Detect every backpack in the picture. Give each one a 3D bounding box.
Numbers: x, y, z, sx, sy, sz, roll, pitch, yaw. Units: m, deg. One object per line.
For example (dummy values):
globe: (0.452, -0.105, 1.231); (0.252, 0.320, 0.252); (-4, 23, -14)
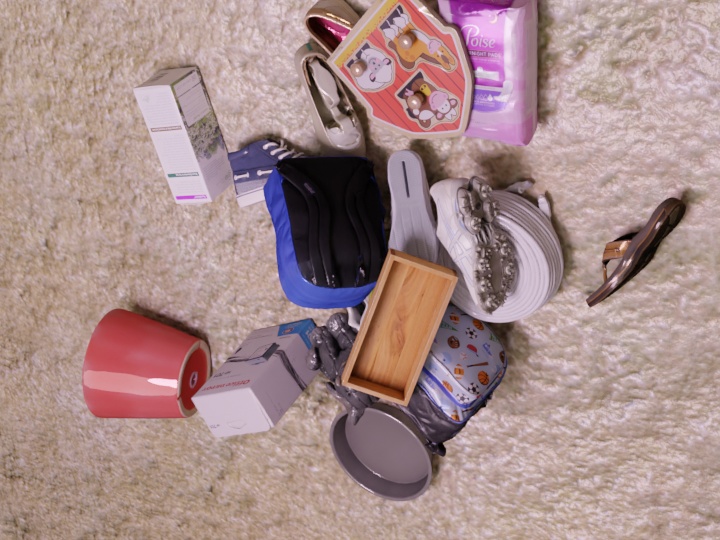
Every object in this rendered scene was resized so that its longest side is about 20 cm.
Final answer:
backpack: (0.125, 0.136, 1.703); (0.200, 0.190, 0.154); (50, 128, 2)
backpack: (-0.046, -0.043, 1.640); (0.168, 0.161, 0.201); (121, 139, -61)

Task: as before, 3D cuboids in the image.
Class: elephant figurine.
elephant figurine: (-0.005, 0.172, 1.801); (0.142, 0.154, 0.200); (-67, 33, 27)

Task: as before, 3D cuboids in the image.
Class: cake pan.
cake pan: (0.040, 0.309, 1.978); (0.199, 0.037, 0.202); (17, 127, 23)

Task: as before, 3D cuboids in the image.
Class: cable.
cable: (0.193, -0.018, 1.634); (0.199, 0.069, 0.201); (-9, 115, 37)

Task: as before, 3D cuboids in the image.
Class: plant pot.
plant pot: (-0.379, 0.182, 2.072); (0.176, 0.201, 0.202); (9, 125, 14)

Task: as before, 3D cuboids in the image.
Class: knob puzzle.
knob puzzle: (0.064, -0.249, 1.487); (0.218, 0.030, 0.221); (18, 129, 23)

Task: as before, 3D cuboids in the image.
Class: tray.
tray: (0.052, 0.079, 1.581); (0.098, 0.037, 0.201); (18, 107, -7)

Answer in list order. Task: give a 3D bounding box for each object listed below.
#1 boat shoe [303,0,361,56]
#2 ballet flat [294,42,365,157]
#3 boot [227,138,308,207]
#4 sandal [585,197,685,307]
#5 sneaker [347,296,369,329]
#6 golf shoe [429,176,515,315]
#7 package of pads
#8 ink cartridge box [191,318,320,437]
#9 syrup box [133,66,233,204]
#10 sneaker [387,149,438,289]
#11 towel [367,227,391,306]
boat shoe: (0.003, -0.293, 1.569); (0.200, 0.069, 0.074); (39, 133, 5)
ballet flat: (-0.039, -0.229, 1.635); (0.069, 0.069, 0.201); (-11, 114, 37)
boot: (-0.117, -0.164, 1.740); (0.199, 0.073, 0.091); (-16, 92, 27)
sandal: (0.356, -0.030, 1.518); (0.055, 0.081, 0.201); (46, 137, 20)
sneaker: (0.000, 0.000, 1.766); (0.070, 0.080, 0.202); (4, 120, 33)
golf shoe: (0.150, -0.038, 1.567); (0.097, 0.078, 0.201); (14, 125, 49)
package of pads: (0.168, -0.265, 1.478); (0.120, 0.076, 0.201); (11, 125, 24)
ink cartridge box: (-0.163, 0.179, 1.909); (0.146, 0.200, 0.086); (-14, 112, 38)
syrup box: (-0.274, -0.210, 1.799); (0.081, 0.079, 0.201); (1, 120, 32)
sneaker: (0.078, -0.070, 1.625); (0.072, 0.071, 0.202); (-3, 83, 15)
towel: (0.054, 0.016, 1.740); (0.018, 0.086, 0.201); (47, 142, 41)
